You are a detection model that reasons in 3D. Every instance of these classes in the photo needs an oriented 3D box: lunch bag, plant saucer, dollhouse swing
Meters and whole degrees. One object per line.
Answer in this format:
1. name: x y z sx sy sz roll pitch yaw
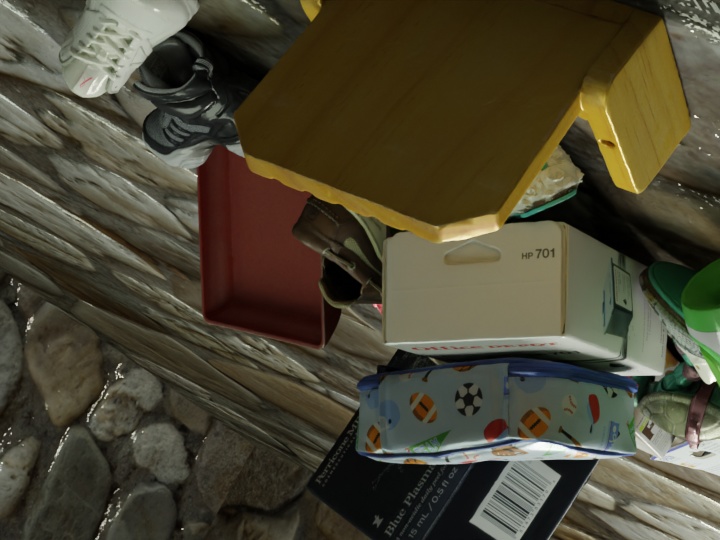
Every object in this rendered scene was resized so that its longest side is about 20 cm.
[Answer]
1. lunch bag: 0.101 0.110 1.246 0.200 0.076 0.160 -6 169 38
2. plant saucer: -0.076 -0.043 1.429 0.037 0.200 0.200 -7 -171 -34
3. dollhouse swing: 0.055 -0.078 0.951 0.200 0.176 0.182 22 165 26

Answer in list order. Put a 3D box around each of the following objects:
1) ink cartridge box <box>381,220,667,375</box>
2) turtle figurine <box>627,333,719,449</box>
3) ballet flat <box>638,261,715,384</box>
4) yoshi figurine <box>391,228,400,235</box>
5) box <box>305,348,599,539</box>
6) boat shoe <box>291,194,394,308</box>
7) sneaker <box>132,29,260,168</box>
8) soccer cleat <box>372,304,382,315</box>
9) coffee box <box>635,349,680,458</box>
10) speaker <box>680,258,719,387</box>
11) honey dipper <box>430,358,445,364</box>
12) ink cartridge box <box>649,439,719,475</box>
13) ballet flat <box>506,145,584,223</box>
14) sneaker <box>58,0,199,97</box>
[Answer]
1. ink cartridge box: 0.125 0.027 1.225 0.146 0.086 0.200 -4 169 30
2. turtle figurine: 0.282 0.095 1.332 0.200 0.101 0.150 17 168 19
3. ballet flat: 0.288 0.065 1.220 0.200 0.072 0.072 26 167 6
4. yoshi figurine: -0.010 -0.027 1.481 0.200 0.113 0.112 15 172 42
5. box: 0.084 0.167 1.444 0.117 0.197 0.200 37 174 -29
6. boat shoe: -0.004 -0.003 1.336 0.075 0.075 0.202 35 169 36
7. sneaker: -0.147 -0.146 1.373 0.114 0.076 0.200 38 159 -32
8. soccer cleat: 0.029 0.011 1.592 0.200 0.073 0.068 32 168 -12
9. coffee box: 0.199 0.074 1.440 0.114 0.080 0.200 23 167 43
10. speaker: 0.296 0.086 1.138 0.088 0.088 0.200 7 132 60
11. honey dipper: 0.036 0.037 1.473 0.038 0.038 0.200 36 179 -29
12. ink cartridge box: 0.377 0.170 1.466 0.200 0.041 0.200 18 168 0
13. ballet flat: 0.105 -0.064 1.189 0.072 0.072 0.200 31 165 -7
14. sneaker: -0.184 -0.177 1.260 0.078 0.099 0.200 31 167 -11
